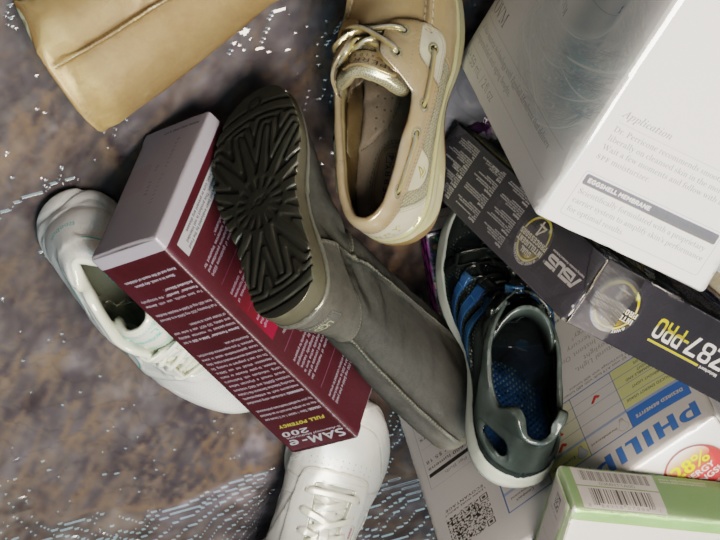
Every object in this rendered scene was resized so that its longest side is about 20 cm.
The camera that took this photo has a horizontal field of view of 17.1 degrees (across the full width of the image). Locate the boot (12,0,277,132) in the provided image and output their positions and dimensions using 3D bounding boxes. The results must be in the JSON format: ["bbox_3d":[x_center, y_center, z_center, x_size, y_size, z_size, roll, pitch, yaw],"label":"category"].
[{"bbox_3d":[-0.116,-0.196,1.390,0.199,0.066,0.176,-29,113,11],"label":"boot"}]

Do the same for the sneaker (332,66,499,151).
[{"bbox_3d":[0.072,-0.123,1.480,0.199,0.074,0.088,-15,111,-16],"label":"sneaker"}]

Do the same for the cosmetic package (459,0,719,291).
[{"bbox_3d":[0.171,-0.136,1.339,0.123,0.200,0.200,24,112,-23],"label":"cosmetic package"}]

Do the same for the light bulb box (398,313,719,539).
[{"bbox_3d":[0.149,0.128,1.514,0.198,0.200,0.125,-35,120,11],"label":"light bulb box"}]

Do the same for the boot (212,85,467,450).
[{"bbox_3d":[-0.002,0.000,1.467,0.072,0.183,0.200,-26,145,29],"label":"boot"}]

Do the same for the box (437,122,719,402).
[{"bbox_3d":[0.143,-0.001,1.404,0.161,0.200,0.049,29,100,-34],"label":"box"}]

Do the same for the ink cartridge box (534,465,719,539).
[{"bbox_3d":[0.162,0.216,1.423,0.145,0.048,0.201,7,120,-15],"label":"ink cartridge box"}]

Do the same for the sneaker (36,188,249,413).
[{"bbox_3d":[-0.130,0.037,1.514,0.070,0.080,0.200,-40,121,10],"label":"sneaker"}]

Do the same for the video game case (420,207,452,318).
[{"bbox_3d":[0.139,0.034,1.596,0.180,0.036,0.201,-13,121,-5],"label":"video game case"}]

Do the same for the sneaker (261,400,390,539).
[{"bbox_3d":[-0.024,0.180,1.609,0.074,0.100,0.201,13,115,-17],"label":"sneaker"}]

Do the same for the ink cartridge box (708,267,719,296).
[{"bbox_3d":[0.263,-0.061,1.517,0.200,0.075,0.165,35,99,-37],"label":"ink cartridge box"}]

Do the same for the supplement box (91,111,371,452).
[{"bbox_3d":[-0.067,0.010,1.489,0.061,0.109,0.200,-17,129,38],"label":"supplement box"}]

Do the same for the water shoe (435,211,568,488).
[{"bbox_3d":[0.096,0.032,1.454,0.071,0.201,0.079,2,147,-18],"label":"water shoe"}]

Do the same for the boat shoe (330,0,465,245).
[{"bbox_3d":[0.016,-0.118,1.408,0.072,0.065,0.201,0,81,24],"label":"boat shoe"}]
